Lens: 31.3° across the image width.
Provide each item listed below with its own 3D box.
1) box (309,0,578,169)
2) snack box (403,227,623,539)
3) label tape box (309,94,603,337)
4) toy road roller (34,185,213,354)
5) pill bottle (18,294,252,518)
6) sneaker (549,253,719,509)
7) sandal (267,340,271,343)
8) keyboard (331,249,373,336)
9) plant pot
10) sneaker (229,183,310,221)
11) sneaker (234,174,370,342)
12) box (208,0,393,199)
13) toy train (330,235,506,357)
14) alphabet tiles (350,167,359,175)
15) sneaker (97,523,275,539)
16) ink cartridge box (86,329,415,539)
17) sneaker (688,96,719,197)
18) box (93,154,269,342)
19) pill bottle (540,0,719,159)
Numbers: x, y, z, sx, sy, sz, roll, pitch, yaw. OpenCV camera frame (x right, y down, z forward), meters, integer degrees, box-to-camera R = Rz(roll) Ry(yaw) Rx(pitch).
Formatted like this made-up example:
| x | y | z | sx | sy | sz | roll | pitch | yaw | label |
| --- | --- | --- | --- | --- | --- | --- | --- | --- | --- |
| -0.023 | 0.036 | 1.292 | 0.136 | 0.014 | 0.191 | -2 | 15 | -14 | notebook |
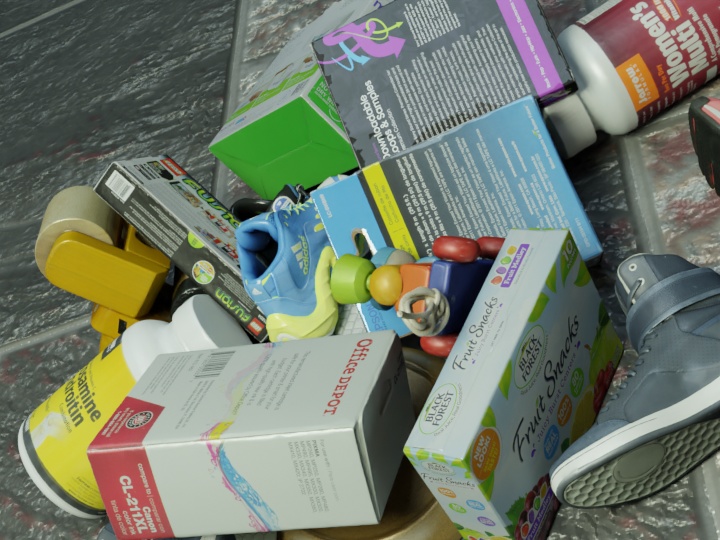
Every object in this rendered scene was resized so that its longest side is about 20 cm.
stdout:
| x | y | z | sx | sy | sz | roll | pitch | yaw | label |
| --- | --- | --- | --- | --- | --- | --- | --- | --- | --- |
| 0.070 | -0.178 | 1.117 | 0.200 | 0.036 | 0.143 | -24 | 74 | 11 | box |
| 0.116 | 0.088 | 0.916 | 0.053 | 0.142 | 0.200 | 3 | 52 | 37 | snack box |
| 0.079 | -0.036 | 1.061 | 0.200 | 0.063 | 0.144 | -23 | 81 | 5 | label tape box |
| -0.214 | 0.028 | 1.177 | 0.146 | 0.200 | 0.123 | -58 | 18 | 19 | toy road roller |
| -0.187 | 0.113 | 1.096 | 0.200 | 0.112 | 0.112 | -40 | 37 | 13 | pill bottle |
| 0.197 | 0.073 | 0.917 | 0.202 | 0.077 | 0.146 | -28 | 49 | -8 | sneaker |
| -0.074 | 0.136 | 1.084 | 0.075 | 0.048 | 0.201 | 5 | 64 | 36 | sandal |
| 0.000 | 0.000 | 1.094 | 0.056 | 0.011 | 0.200 | -13 | 41 | 33 | keyboard |
| 0.005 | 0.141 | 0.993 | 0.200 | 0.027 | 0.200 | -10 | 55 | 14 | plant pot |
| -0.049 | -0.029 | 1.195 | 0.200 | 0.089 | 0.079 | 8 | 55 | 37 | sneaker |
| -0.046 | -0.032 | 1.070 | 0.076 | 0.105 | 0.200 | -17 | 39 | 26 | sneaker |
| -0.035 | -0.178 | 1.282 | 0.200 | 0.097 | 0.177 | -18 | 33 | 56 | box |
| 0.027 | 0.012 | 0.923 | 0.116 | 0.200 | 0.085 | 10 | 96 | 30 | toy train |
| 0.069 | -0.087 | 1.241 | 0.200 | 0.006 | 0.166 | 18 | 62 | 44 | alphabet tiles |
| -0.157 | 0.264 | 0.970 | 0.146 | 0.077 | 0.202 | 0 | 56 | 45 | sneaker |
| -0.072 | 0.118 | 0.930 | 0.200 | 0.083 | 0.146 | -7 | 22 | 17 | ink cartridge box |
| 0.341 | -0.086 | 1.015 | 0.087 | 0.074 | 0.200 | -27 | 41 | -13 | sneaker |
| -0.133 | -0.024 | 1.144 | 0.035 | 0.200 | 0.110 | -51 | -8 | 17 | box |
| 0.243 | -0.190 | 1.143 | 0.200 | 0.110 | 0.110 | -33 | 39 | 1 | pill bottle |
